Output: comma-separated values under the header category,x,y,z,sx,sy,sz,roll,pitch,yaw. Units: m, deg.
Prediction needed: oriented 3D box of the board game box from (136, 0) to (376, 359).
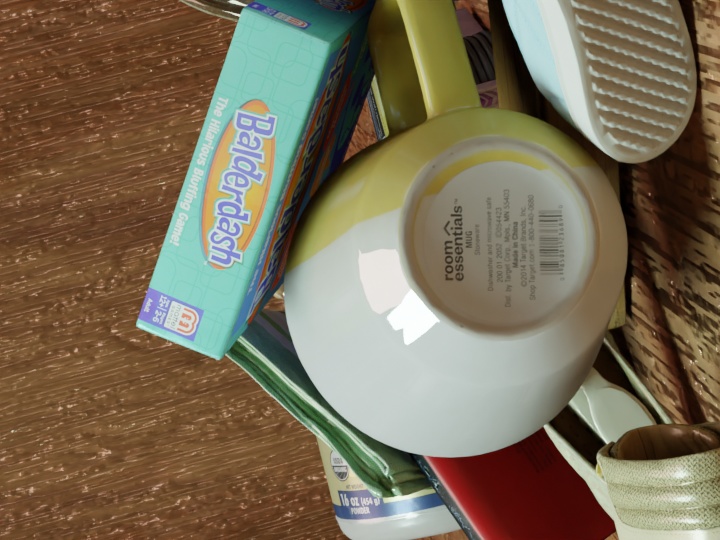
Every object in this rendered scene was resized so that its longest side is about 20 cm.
category,x,y,z,sx,sy,sz,roll,pitch,yaw
board game box,-0.037,-0.061,1.164,0.200,0.045,0.153,-53,-16,-71

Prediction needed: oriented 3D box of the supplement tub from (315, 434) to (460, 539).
category,x,y,z,sx,sy,sz,roll,pitch,yaw
supplement tub,0.032,0.075,1.743,0.144,0.143,0.202,-154,49,-83

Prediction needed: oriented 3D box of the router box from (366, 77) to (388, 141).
category,x,y,z,sx,sy,sz,roll,pitch,yaw
router box,0.032,-0.139,1.669,0.157,0.052,0.202,144,112,-84

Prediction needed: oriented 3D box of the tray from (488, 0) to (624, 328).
category,x,y,z,sx,sy,sz,roll,pitch,yaw
tray,0.095,-0.065,1.228,0.201,0.037,0.099,81,172,-52

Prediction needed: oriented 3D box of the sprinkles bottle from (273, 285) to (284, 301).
category,x,y,z,sx,sy,sz,roll,pitch,yaw
sprinkles bottle,0.000,0.000,1.437,0.200,0.068,0.069,25,-133,-70

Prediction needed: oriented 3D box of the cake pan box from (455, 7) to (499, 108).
category,x,y,z,sx,sy,sz,roll,pitch,yaw
cake pan box,0.076,-0.041,1.491,0.184,0.052,0.201,-120,16,-65

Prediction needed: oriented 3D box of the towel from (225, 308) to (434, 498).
category,x,y,z,sx,sy,sz,roll,pitch,yaw
towel,0.012,0.073,1.332,0.152,0.023,0.200,41,-165,27

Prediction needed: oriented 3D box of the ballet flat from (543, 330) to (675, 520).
category,x,y,z,sx,sy,sz,roll,pitch,yaw
ballet flat,0.096,0.041,1.182,0.200,0.067,0.062,47,171,14

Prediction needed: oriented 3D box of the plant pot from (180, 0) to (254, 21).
category,x,y,z,sx,sy,sz,roll,pitch,yaw
plant pot,-0.034,-0.272,1.365,0.201,0.199,0.199,-110,15,-45

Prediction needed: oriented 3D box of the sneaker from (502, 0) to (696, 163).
category,x,y,z,sx,sy,sz,roll,pitch,yaw
sneaker,0.077,-0.139,0.994,0.082,0.074,0.201,37,145,50

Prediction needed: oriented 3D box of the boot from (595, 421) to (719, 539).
category,x,y,z,sx,sy,sz,roll,pitch,yaw
boot,0.144,0.144,1.111,0.200,0.072,0.157,160,94,-82

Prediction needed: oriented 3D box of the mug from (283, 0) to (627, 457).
category,x,y,z,sx,sy,sz,roll,pitch,yaw
mug,0.034,-0.014,1.072,0.187,0.149,0.153,45,170,2

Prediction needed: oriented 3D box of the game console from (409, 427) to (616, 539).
category,x,y,z,sx,sy,sz,roll,pitch,yaw
game console,0.059,0.070,1.320,0.201,0.172,0.119,54,142,10
